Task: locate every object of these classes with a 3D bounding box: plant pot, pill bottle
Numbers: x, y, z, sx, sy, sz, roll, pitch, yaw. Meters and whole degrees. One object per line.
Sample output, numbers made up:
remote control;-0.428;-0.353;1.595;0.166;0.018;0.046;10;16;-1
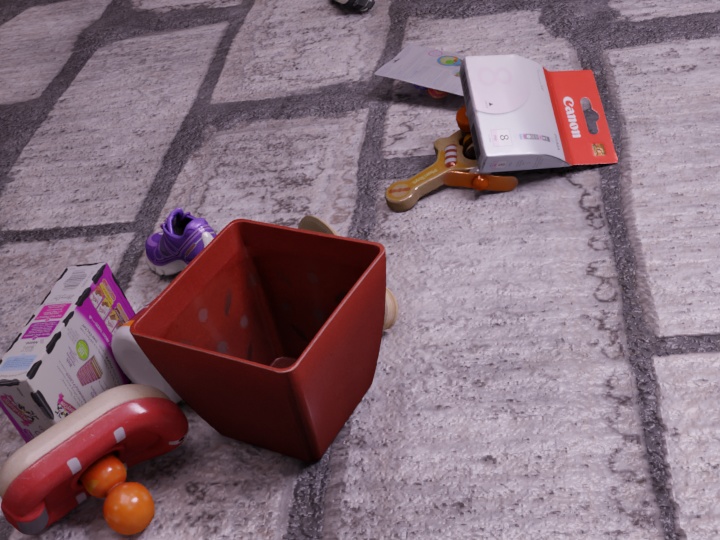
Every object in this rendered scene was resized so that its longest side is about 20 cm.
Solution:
plant pot;-0.088;0.085;1.071;0.200;0.176;0.200;12;43;28
pill bottle;-0.188;0.057;1.194;0.109;0.110;0.200;17;47;34

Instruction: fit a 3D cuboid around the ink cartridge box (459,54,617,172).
ink cartridge box;0.246;-0.220;1.380;0.200;0.057;0.163;-6;66;-6

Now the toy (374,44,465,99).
toy;0.137;-0.305;1.619;0.200;0.047;0.115;16;42;29

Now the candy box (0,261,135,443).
candy box;-0.326;0.105;1.150;0.061;0.136;0.200;-6;36;21

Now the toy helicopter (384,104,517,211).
toy helicopter;0.127;-0.136;1.398;0.200;0.079;0.132;-31;48;-5

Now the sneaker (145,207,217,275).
sneaker;-0.235;-0.045;1.337;0.081;0.084;0.200;-33;18;-28

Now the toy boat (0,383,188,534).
toy boat;-0.258;0.211;1.029;0.200;0.131;0.131;-35;72;-26

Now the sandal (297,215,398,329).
sandal;-0.002;0.005;1.260;0.070;0.078;0.212;0;32;-38

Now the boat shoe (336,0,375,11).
boat shoe;-0.021;-0.558;1.999;0.068;0.072;0.200;16;22;-22
